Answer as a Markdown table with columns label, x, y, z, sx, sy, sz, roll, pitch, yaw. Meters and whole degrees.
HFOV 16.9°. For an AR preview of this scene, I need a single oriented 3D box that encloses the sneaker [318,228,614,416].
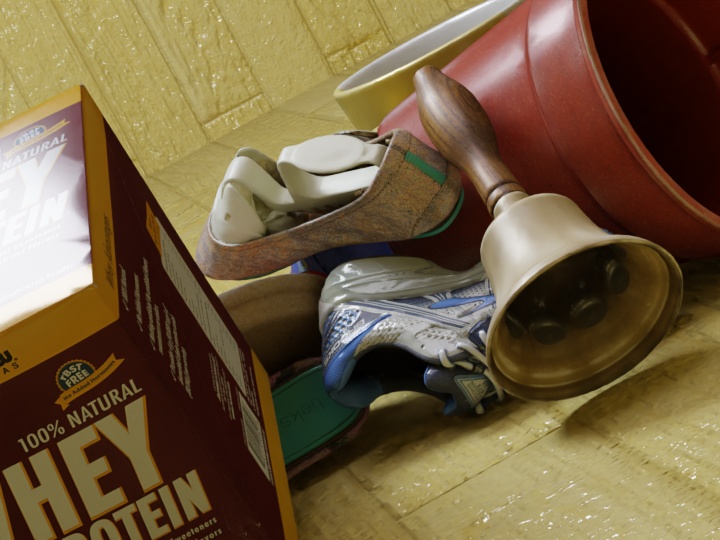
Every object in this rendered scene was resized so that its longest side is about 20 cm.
| label | x | y | z | sx | sy | sz | roll | pitch | yaw |
| --- | --- | --- | --- | --- | --- | --- | --- | --- | --- |
| sneaker | 0.069 | 0.038 | 1.269 | 0.200 | 0.077 | 0.085 | -10 | 45 | 24 |

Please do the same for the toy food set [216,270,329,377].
| label | x | y | z | sx | sy | sz | roll | pitch | yaw |
| --- | --- | --- | --- | --- | --- | --- | --- | --- | --- |
| toy food set | -0.094 | 0.066 | 1.356 | 0.200 | 0.049 | 0.198 | -19 | -30 | -34 |

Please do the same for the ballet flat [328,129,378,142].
| label | x | y | z | sx | sy | sz | roll | pitch | yaw |
| --- | --- | --- | --- | --- | --- | --- | --- | --- | --- |
| ballet flat | 0.056 | -0.054 | 1.475 | 0.200 | 0.046 | 0.067 | 18 | -12 | -32 |

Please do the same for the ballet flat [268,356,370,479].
| label | x | y | z | sx | sy | sz | roll | pitch | yaw |
| --- | --- | --- | --- | --- | --- | --- | --- | --- | --- |
| ballet flat | -0.084 | 0.112 | 1.323 | 0.200 | 0.069 | 0.071 | -30 | -8 | -15 |

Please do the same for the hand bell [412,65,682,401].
| label | x | y | z | sx | sy | sz | roll | pitch | yaw |
| --- | --- | --- | --- | --- | --- | --- | --- | --- | --- |
| hand bell | 0.073 | -0.040 | 1.227 | 0.104 | 0.104 | 0.200 | -28 | 48 | -1 |

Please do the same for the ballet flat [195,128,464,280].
| label | x | y | z | sx | sy | sz | roll | pitch | yaw |
| --- | --- | --- | --- | --- | --- | --- | --- | --- | --- |
| ballet flat | -0.033 | -0.043 | 1.330 | 0.200 | 0.067 | 0.068 | -14 | 49 | 40 |

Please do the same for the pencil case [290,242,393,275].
| label | x | y | z | sx | sy | sz | roll | pitch | yaw |
| --- | --- | --- | --- | --- | --- | --- | --- | --- | --- |
| pencil case | 0.000 | 0.000 | 1.469 | 0.087 | 0.078 | 0.200 | 7 | -14 | -1 |

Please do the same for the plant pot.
| label | x | y | z | sx | sy | sz | roll | pitch | yaw |
| --- | --- | --- | --- | --- | --- | --- | --- | --- | --- |
| plant pot | 0.121 | -0.069 | 1.347 | 0.195 | 0.201 | 0.201 | -30 | 6 | 40 |

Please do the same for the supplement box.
| label | x | y | z | sx | sy | sz | roll | pitch | yaw |
| --- | --- | --- | --- | --- | --- | --- | --- | --- | --- |
| supplement box | -0.137 | 0.058 | 1.149 | 0.133 | 0.200 | 0.197 | -27 | 31 | 7 |

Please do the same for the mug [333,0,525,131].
| label | x | y | z | sx | sy | sz | roll | pitch | yaw |
| --- | --- | --- | --- | --- | --- | --- | --- | --- | --- |
| mug | 0.068 | -0.078 | 1.607 | 0.186 | 0.153 | 0.149 | -33 | 11 | -24 |
